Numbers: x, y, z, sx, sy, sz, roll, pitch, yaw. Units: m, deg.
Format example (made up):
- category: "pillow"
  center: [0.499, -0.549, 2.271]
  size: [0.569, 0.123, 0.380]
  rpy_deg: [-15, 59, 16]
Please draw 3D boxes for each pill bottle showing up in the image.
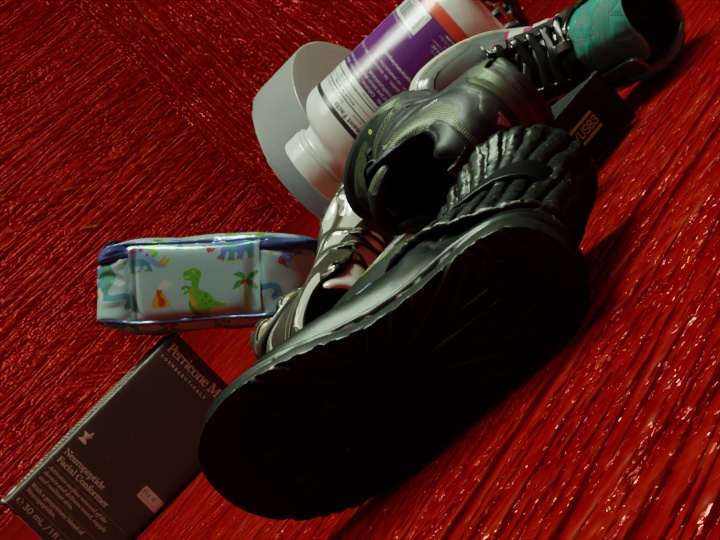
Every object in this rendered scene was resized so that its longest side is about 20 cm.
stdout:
- category: "pill bottle"
  center: [0.034, -0.145, 1.396]
  size: [0.200, 0.112, 0.112]
  rpy_deg: [-43, 5, 13]

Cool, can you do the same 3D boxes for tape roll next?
- category: "tape roll"
  center: [-0.008, -0.124, 1.620]
  size: [0.066, 0.200, 0.200]
  rpy_deg: [-43, 5, 30]

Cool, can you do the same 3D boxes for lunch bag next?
- category: "lunch bag"
  center: [-0.121, 0.014, 1.453]
  size: [0.200, 0.083, 0.161]
  rpy_deg: [-4, -7, 14]

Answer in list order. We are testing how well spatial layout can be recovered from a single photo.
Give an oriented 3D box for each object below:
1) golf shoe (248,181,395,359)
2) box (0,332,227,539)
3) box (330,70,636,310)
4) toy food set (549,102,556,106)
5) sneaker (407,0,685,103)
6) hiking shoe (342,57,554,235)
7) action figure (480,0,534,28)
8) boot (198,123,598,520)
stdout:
- category: "golf shoe"
  center: [0.000, 0.000, 1.265]
  size: [0.200, 0.078, 0.094]
  rpy_deg: [-61, 21, -12]
- category: "box"
  center: [-0.195, 0.157, 1.408]
  size: [0.200, 0.100, 0.075]
  rpy_deg: [-47, 6, -15]
- category: "box"
  center: [0.063, -0.021, 1.068]
  size: [0.200, 0.048, 0.193]
  rpy_deg: [-37, 10, 51]
- category: "toy food set"
  center: [0.118, -0.109, 1.342]
  size: [0.198, 0.049, 0.200]
  rpy_deg: [-41, 6, 36]
- category: "sneaker"
  center: [0.136, -0.144, 1.106]
  size: [0.200, 0.084, 0.121]
  rpy_deg: [-21, -7, -24]
- category: "hiking shoe"
  center: [0.027, -0.063, 1.016]
  size: [0.101, 0.076, 0.200]
  rpy_deg: [-42, 5, -30]
- category: "action figure"
  center: [0.157, -0.231, 1.765]
  size: [0.119, 0.102, 0.200]
  rpy_deg: [-105, 14, -54]
- category: "boot"
  center: [0.025, 0.023, 0.791]
  size: [0.211, 0.079, 0.158]
  rpy_deg: [-32, 15, 16]
